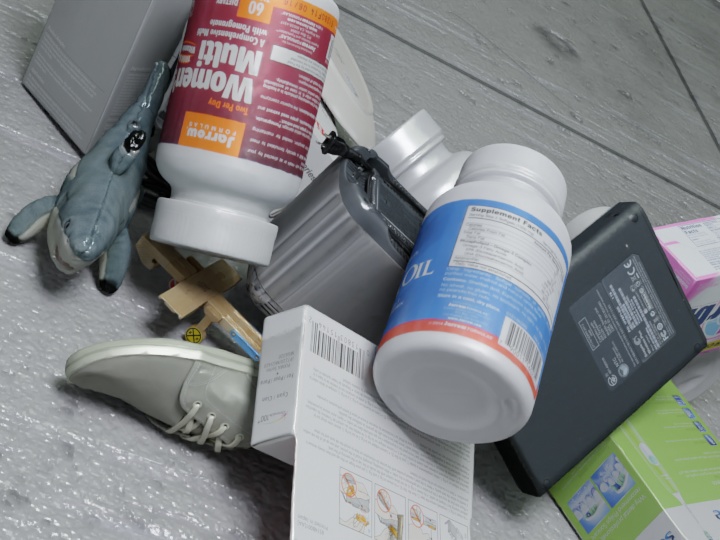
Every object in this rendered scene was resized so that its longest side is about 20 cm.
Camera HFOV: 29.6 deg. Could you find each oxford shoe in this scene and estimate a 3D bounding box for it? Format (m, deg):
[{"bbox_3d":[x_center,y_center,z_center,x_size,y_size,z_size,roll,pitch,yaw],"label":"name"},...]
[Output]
[{"bbox_3d":[-0.103,0.090,0.920,0.199,0.075,0.058,17,60,-29],"label":"oxford shoe"}]

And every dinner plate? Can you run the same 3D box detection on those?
[{"bbox_3d":[-0.029,-0.204,1.306,0.201,0.024,0.201,57,14,-23],"label":"dinner plate"}]

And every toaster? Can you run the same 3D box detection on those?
[{"bbox_3d":[0.000,0.000,1.065,0.200,0.129,0.114,41,24,-23],"label":"toaster"}]

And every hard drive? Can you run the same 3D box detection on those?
[{"bbox_3d":[0.170,0.059,1.057,0.200,0.033,0.140,-37,108,-23],"label":"hard drive"}]

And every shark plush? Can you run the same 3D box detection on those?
[{"bbox_3d":[-0.171,-0.070,1.004,0.091,0.083,0.200,38,53,-5],"label":"shark plush"}]

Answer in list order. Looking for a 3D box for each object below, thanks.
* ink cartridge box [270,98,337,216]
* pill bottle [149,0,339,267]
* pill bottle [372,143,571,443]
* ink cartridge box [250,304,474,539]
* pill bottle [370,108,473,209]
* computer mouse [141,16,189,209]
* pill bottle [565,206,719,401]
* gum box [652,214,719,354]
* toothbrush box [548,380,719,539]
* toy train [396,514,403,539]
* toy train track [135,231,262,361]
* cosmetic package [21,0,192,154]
[{"bbox_3d":[-0.091,-0.170,1.237,0.146,0.084,0.201,53,16,-34],"label":"ink cartridge box"},{"bbox_3d":[-0.088,-0.110,0.999,0.109,0.202,0.110,13,-3,1],"label":"pill bottle"},{"bbox_3d":[0.086,0.010,0.953,0.112,0.112,0.201,30,50,-10],"label":"pill bottle"},{"bbox_3d":[0.007,0.142,0.926,0.200,0.044,0.178,32,51,-42],"label":"ink cartridge box"},{"bbox_3d":[0.080,-0.034,1.193,0.200,0.119,0.120,52,29,-2],"label":"pill bottle"},{"bbox_3d":[-0.126,-0.138,1.098,0.109,0.201,0.044,21,17,-16],"label":"computer mouse"},{"bbox_3d":[0.273,0.032,1.359,0.110,0.111,0.201,11,38,-37],"label":"pill bottle"},{"bbox_3d":[0.299,0.016,1.201,0.199,0.114,0.066,-10,49,-40],"label":"gum box"},{"bbox_3d":[0.236,0.172,1.139,0.145,0.086,0.200,2,42,-44],"label":"toothbrush box"},{"bbox_3d":[0.069,0.252,0.838,0.115,0.085,0.201,35,34,-25],"label":"toy train"},{"bbox_3d":[-0.097,0.052,1.020,0.200,0.033,0.115,44,22,4],"label":"toy train track"},{"bbox_3d":[-0.188,-0.204,1.115,0.107,0.201,0.090,48,30,24],"label":"cosmetic package"}]
